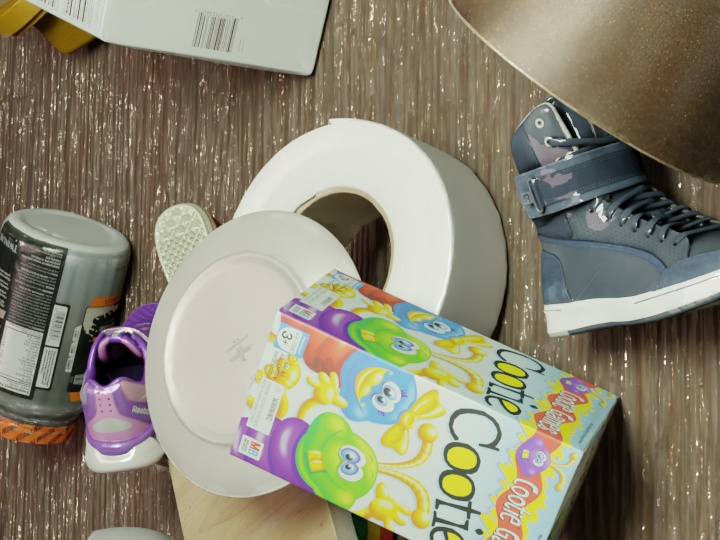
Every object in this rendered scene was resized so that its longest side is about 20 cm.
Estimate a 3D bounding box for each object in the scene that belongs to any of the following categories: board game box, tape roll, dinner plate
[{"bbox_3d":[0.040,0.095,1.141,0.200,0.103,0.105,24,111,12],"label":"board game box"},{"bbox_3d":[0.000,0.000,1.285,0.202,0.071,0.203,-11,72,36],"label":"tape roll"},{"bbox_3d":[-0.079,0.055,1.273,0.200,0.024,0.201,-9,74,35],"label":"dinner plate"}]

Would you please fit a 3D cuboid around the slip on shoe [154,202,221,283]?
[{"bbox_3d":[-0.119,0.042,1.536,0.074,0.061,0.200,-18,80,20],"label":"slip on shoe"}]

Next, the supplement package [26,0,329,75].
[{"bbox_3d":[-0.149,-0.259,1.498,0.200,0.191,0.147,31,111,55],"label":"supplement package"}]

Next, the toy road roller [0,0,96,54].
[{"bbox_3d":[-0.291,-0.305,1.819,0.123,0.146,0.200,-13,37,56],"label":"toy road roller"}]

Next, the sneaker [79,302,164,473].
[{"bbox_3d":[-0.185,0.076,1.534,0.200,0.080,0.089,-79,-22,-58],"label":"sneaker"}]

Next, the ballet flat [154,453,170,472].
[{"bbox_3d":[-0.172,0.128,1.604,0.200,0.068,0.072,47,144,49],"label":"ballet flat"}]

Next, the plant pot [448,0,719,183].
[{"bbox_3d":[0.180,-0.182,1.019,0.200,0.187,0.187,-56,41,17],"label":"plant pot"}]

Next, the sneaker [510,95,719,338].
[{"bbox_3d":[0.161,-0.043,1.074,0.202,0.077,0.146,-12,88,57],"label":"sneaker"}]

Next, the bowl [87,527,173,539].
[{"bbox_3d":[-0.156,0.297,1.466,0.200,0.075,0.200,138,119,-86],"label":"bowl"}]

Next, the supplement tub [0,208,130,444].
[{"bbox_3d":[-0.293,0.053,1.739,0.123,0.122,0.200,37,116,53],"label":"supplement tub"}]

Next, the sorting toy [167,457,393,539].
[{"bbox_3d":[-0.056,0.177,1.404,0.200,0.069,0.199,-47,49,43],"label":"sorting toy"}]
